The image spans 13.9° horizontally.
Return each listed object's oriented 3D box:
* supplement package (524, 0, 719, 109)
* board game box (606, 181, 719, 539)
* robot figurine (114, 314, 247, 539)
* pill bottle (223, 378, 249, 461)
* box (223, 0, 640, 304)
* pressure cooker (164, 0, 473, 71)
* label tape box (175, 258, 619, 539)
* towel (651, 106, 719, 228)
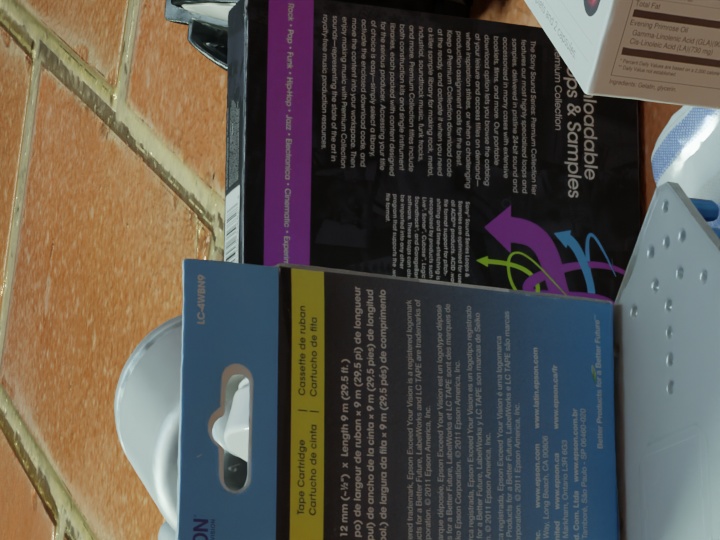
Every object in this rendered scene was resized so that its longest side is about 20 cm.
[{"bbox_3d":[0.142,-0.152,1.151,0.200,0.155,0.111,-116,36,-57],"label":"supplement package"},{"bbox_3d":[0.139,0.097,1.213,0.200,0.026,0.200,-119,41,-54],"label":"board game box"},{"bbox_3d":[-0.072,0.088,1.622,0.170,0.113,0.200,-67,20,9],"label":"robot figurine"},{"bbox_3d":[0.000,0.000,1.426,0.111,0.111,0.200,143,145,-66],"label":"pill bottle"},{"bbox_3d":[0.035,-0.047,1.372,0.036,0.200,0.143,145,128,-67],"label":"box"},{"bbox_3d":[-0.021,-0.195,1.609,0.176,0.178,0.200,-174,89,-68],"label":"pressure cooker"},{"bbox_3d":[0.008,0.078,1.238,0.066,0.200,0.144,150,123,-64],"label":"label tape box"},{"bbox_3d":[0.167,-0.002,1.247,0.147,0.024,0.200,122,147,-55],"label":"towel"}]
